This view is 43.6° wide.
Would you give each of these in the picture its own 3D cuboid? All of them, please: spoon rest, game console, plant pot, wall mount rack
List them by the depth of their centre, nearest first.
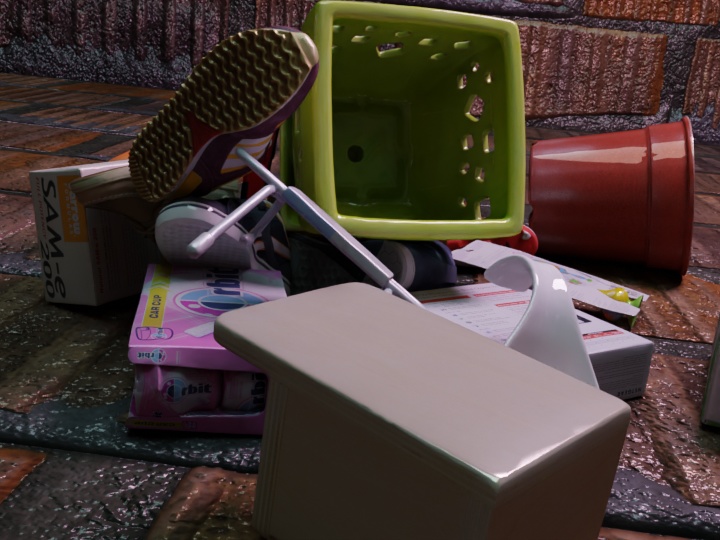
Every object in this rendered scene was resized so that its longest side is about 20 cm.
[{"bbox_3d":[0.122,0.063,0.623,0.099,0.061,0.200,16,45,-17],"label":"spoon rest"},{"bbox_3d":[-0.038,-0.001,0.651,0.200,0.075,0.174,41,4,1],"label":"wall mount rack"},{"bbox_3d":[0.023,-0.124,0.848,0.199,0.200,0.181,0,-2,-22],"label":"plant pot"},{"bbox_3d":[-0.114,-0.108,1.006,0.031,0.178,0.200,8,4,-9],"label":"game console"},{"bbox_3d":[0.319,-0.094,1.166,0.195,0.202,0.201,0,14,14],"label":"plant pot"}]

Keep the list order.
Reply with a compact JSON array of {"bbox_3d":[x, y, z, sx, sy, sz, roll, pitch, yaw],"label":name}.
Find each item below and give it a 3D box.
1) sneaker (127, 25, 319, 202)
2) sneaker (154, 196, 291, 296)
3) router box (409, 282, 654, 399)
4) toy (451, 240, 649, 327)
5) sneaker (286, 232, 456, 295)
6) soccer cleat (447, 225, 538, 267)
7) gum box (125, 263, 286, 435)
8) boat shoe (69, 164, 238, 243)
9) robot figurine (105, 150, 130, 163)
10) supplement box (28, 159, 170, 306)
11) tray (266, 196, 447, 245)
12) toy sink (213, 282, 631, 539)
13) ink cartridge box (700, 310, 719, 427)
[{"bbox_3d":[-0.096,-0.123,0.716,0.200,0.075,0.090,-30,-9,32],"label":"sneaker"},{"bbox_3d":[-0.119,-0.032,0.800,0.078,0.080,0.200,-7,-23,14],"label":"sneaker"},{"bbox_3d":[0.112,0.064,0.763,0.199,0.049,0.179,-5,19,-33],"label":"router box"},{"bbox_3d":[0.194,0.021,0.950,0.199,0.047,0.115,16,15,22],"label":"toy"},{"bbox_3d":[0.000,0.002,0.914,0.202,0.077,0.146,5,2,36],"label":"sneaker"},{"bbox_3d":[0.117,-0.036,1.090,0.199,0.069,0.085,-4,22,-16],"label":"soccer cleat"},{"bbox_3d":[-0.112,0.056,0.686,0.113,0.066,0.200,3,16,-10],"label":"gum box"},{"bbox_3d":[-0.177,-0.059,0.822,0.072,0.065,0.200,-8,-2,27],"label":"boat shoe"},{"bbox_3d":[-0.249,-0.087,1.058,0.116,0.144,0.200,32,15,-4],"label":"robot figurine"},{"bbox_3d":[-0.219,-0.048,0.894,0.073,0.127,0.200,2,11,32],"label":"supplement box"},{"bbox_3d":[-0.005,-0.039,0.992,0.199,0.099,0.037,3,27,-7],"label":"tray"},{"bbox_3d":[0.021,0.099,0.499,0.200,0.112,0.130,24,24,36],"label":"toy sink"},{"bbox_3d":[0.370,0.074,0.749,0.146,0.085,0.200,12,17,20],"label":"ink cartridge box"}]
